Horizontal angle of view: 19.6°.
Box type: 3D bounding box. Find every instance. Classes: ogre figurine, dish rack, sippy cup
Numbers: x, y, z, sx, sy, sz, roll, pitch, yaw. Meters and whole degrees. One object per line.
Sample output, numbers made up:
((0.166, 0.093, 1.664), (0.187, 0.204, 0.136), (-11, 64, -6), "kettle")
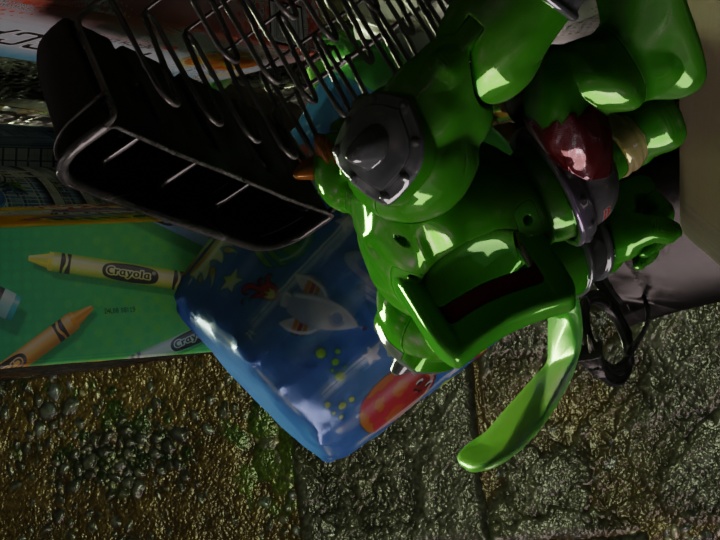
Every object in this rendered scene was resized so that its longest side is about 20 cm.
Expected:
((0.048, -0.035, 0.658), (0.120, 0.098, 0.200), (-37, 171, -13), "ogre figurine")
((0.002, -0.090, 0.673), (0.199, 0.055, 0.153), (-34, 159, 17), "dish rack")
((0.000, 0.000, 0.835), (0.130, 0.178, 0.140), (-44, 162, -9), "sippy cup")

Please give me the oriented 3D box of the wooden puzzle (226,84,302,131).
((-0.025, -0.051, 1.040), (0.184, 0.037, 0.200), (30, -171, 27), "wooden puzzle")

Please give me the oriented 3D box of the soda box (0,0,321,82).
((-0.097, -0.107, 0.704), (0.068, 0.064, 0.199), (-9, 173, 34), "soda box")

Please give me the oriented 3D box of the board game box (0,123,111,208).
((-0.122, -0.038, 1.083), (0.198, 0.062, 0.200), (0, -171, -24), "board game box")

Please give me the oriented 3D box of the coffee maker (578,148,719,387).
((0.217, -0.041, 1.037), (0.199, 0.194, 0.134), (-11, 157, 30), "coffee maker")

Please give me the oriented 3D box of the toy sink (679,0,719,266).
((0.179, -0.098, 0.670), (0.129, 0.202, 0.112), (-11, -155, -14), "toy sink")

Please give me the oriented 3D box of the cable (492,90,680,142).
((0.102, -0.060, 0.837), (0.096, 0.051, 0.200), (-18, -170, -16), "cable")

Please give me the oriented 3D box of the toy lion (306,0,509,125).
((0.076, -0.106, 0.953), (0.190, 0.069, 0.200), (-16, 171, 22), "toy lion")

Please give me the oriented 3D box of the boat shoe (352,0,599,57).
((0.059, -0.118, 0.785), (0.199, 0.071, 0.069), (0, 153, 46), "boat shoe")

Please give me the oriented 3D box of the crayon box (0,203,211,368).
((-0.112, 0.003, 0.904), (0.199, 0.059, 0.118), (-3, -174, -32), "crayon box")
